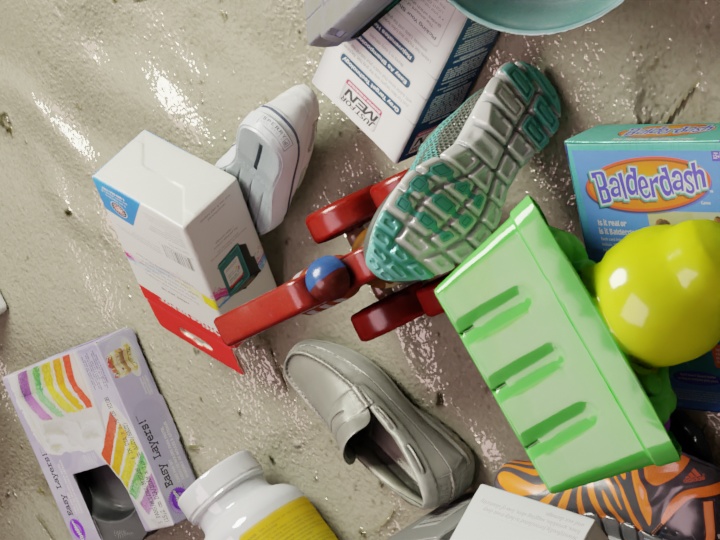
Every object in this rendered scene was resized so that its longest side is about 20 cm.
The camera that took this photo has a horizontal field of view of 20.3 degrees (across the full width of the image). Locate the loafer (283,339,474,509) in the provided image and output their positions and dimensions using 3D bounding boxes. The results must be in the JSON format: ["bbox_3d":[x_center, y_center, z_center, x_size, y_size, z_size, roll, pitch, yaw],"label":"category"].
[{"bbox_3d":[0.005,0.126,1.667,0.200,0.070,0.070,35,131,29],"label":"loafer"}]

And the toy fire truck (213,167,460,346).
[{"bbox_3d":[0.000,0.000,1.536,0.200,0.168,0.112,-23,92,48],"label":"toy fire truck"}]

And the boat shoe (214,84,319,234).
[{"bbox_3d":[-0.069,-0.088,1.641,0.074,0.067,0.200,46,158,1],"label":"boat shoe"}]

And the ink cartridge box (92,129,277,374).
[{"bbox_3d":[-0.141,-0.012,1.719,0.116,0.067,0.200,29,152,33],"label":"ink cartridge box"}]

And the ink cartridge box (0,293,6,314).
[{"bbox_3d":[-0.477,0.020,2.003,0.084,0.200,0.145,-30,87,48],"label":"ink cartridge box"}]

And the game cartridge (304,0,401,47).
[{"bbox_3d":[0.002,-0.240,1.408,0.200,0.038,0.130,153,110,-69],"label":"game cartridge"}]

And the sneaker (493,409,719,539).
[{"bbox_3d":[0.189,0.143,1.500,0.200,0.077,0.112,11,110,36],"label":"sneaker"}]

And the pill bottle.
[{"bbox_3d":[-0.071,0.261,1.780,0.200,0.112,0.112,52,137,13],"label":"pill bottle"}]

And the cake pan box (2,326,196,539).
[{"bbox_3d":[-0.249,0.169,1.961,0.184,0.052,0.201,-17,97,50],"label":"cake pan box"}]

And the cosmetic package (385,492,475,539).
[{"bbox_3d":[0.104,0.287,1.622,0.090,0.107,0.200,-20,96,49],"label":"cosmetic package"}]

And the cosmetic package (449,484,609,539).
[{"bbox_3d":[0.153,0.252,1.502,0.113,0.081,0.200,15,152,40],"label":"cosmetic package"}]

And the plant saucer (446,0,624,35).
[{"bbox_3d":[0.127,-0.254,1.339,0.199,0.036,0.201,0,89,28],"label":"plant saucer"}]

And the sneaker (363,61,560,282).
[{"bbox_3d":[0.064,-0.061,1.441,0.078,0.200,0.091,48,153,-10],"label":"sneaker"}]

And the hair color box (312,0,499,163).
[{"bbox_3d":[0.046,-0.187,1.478,0.100,0.060,0.200,46,135,20],"label":"hair color box"}]

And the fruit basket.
[{"bbox_3d":[0.175,0.032,1.360,0.215,0.156,0.216,0,89,8],"label":"fruit basket"}]

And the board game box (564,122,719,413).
[{"bbox_3d":[0.229,-0.001,1.397,0.152,0.045,0.201,4,113,45],"label":"board game box"}]
